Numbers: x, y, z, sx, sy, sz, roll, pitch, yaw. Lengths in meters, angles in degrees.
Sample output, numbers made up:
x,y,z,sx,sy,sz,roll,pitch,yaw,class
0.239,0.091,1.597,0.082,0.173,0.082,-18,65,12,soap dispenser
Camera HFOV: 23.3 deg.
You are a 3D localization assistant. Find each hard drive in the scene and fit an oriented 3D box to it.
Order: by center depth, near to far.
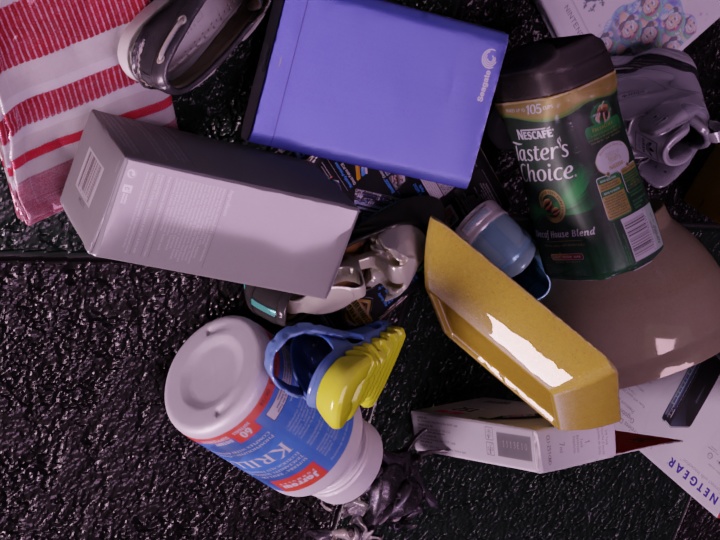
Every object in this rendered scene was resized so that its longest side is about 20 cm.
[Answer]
x,y,z,sx,sy,sz,roll,pitch,yaw,class
0.013,-0.149,1.403,0.199,0.025,0.133,10,100,-26,hard drive

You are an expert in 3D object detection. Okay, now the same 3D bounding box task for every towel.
x,y,z,sx,sy,sz,roll,pitch,yaw,class
-0.211,-0.142,1.307,0.144,0.023,0.201,-26,129,-21,towel

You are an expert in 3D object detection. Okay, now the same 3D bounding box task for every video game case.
x,y,z,sx,sy,sz,roll,pitch,yaw,class
0.254,-0.260,1.560,0.200,0.024,0.182,-41,133,-5,video game case

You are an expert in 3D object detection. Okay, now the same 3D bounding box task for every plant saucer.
x,y,z,sx,sy,sz,roll,pitch,yaw,class
0.129,0.060,1.482,0.048,0.200,0.200,-48,161,-7,plant saucer

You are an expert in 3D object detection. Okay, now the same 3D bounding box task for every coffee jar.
x,y,z,sx,sy,sz,roll,pitch,yaw,class
0.178,-0.096,1.460,0.085,0.104,0.201,-25,104,-32,coffee jar

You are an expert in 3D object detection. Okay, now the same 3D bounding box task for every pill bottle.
x,y,z,sx,sy,sz,roll,pitch,yaw,class
-0.068,0.129,1.518,0.112,0.112,0.200,-50,133,2,pill bottle

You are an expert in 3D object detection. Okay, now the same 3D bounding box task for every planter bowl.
x,y,z,sx,sy,sz,roll,pitch,yaw,class
0.242,0.014,1.631,0.199,0.200,0.135,-24,102,-21,planter bowl

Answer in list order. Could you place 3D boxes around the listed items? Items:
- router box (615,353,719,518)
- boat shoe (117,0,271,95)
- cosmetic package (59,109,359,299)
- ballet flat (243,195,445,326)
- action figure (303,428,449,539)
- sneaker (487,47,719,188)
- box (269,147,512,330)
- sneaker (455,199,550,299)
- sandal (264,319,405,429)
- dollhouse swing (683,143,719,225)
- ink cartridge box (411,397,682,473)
x,y,z,sx,sy,sz,roll,pitch,yaw,class
0.347,0.119,1.745,0.049,0.200,0.180,11,110,-40,router box
-0.095,-0.210,1.309,0.200,0.060,0.074,-45,136,-14,boat shoe
-0.114,-0.049,1.328,0.199,0.107,0.091,15,107,-28,cosmetic package
0.000,0.000,1.450,0.199,0.068,0.068,-25,130,-21,ballet flat
-0.008,0.225,1.631,0.200,0.102,0.119,-51,128,-10,action figure
0.217,-0.127,1.532,0.199,0.115,0.075,-15,133,-7,sneaker
0.012,-0.063,1.497,0.198,0.050,0.200,-41,133,-6,box
0.133,0.005,1.562,0.074,0.082,0.200,-43,161,3,sneaker
-0.020,0.072,1.452,0.080,0.087,0.200,-67,168,7,sandal
0.452,-0.102,1.713,0.175,0.182,0.201,28,100,-22,dollhouse swing
0.173,0.146,1.644,0.173,0.200,0.044,-9,96,-32,ink cartridge box
